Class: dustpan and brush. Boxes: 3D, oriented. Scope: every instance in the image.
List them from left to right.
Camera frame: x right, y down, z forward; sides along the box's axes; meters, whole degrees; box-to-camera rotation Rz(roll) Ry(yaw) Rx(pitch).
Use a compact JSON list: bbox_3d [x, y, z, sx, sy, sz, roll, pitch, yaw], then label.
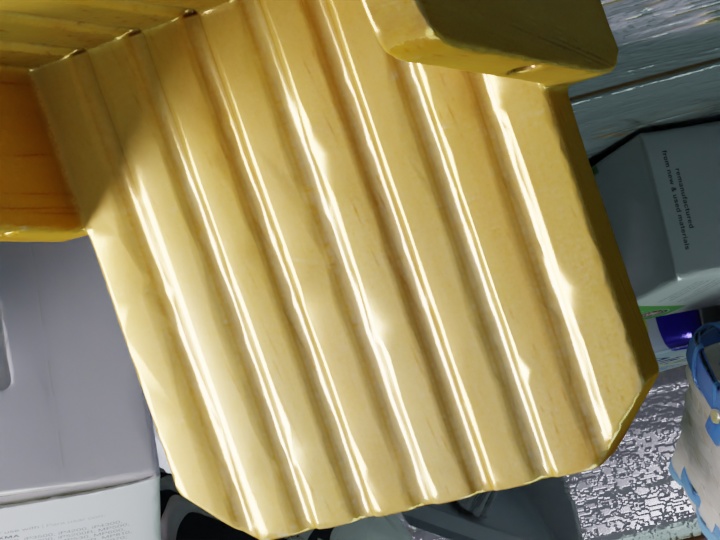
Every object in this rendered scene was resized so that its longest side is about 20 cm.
[{"bbox_3d":[0.047,0.063,1.425,0.139,0.200,0.057,22,116,-40],"label":"dustpan and brush"}]

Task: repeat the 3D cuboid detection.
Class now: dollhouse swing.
[{"bbox_3d":[-0.035,-0.012,0.762,0.199,0.177,0.181,-14,174,28],"label":"dollhouse swing"}]

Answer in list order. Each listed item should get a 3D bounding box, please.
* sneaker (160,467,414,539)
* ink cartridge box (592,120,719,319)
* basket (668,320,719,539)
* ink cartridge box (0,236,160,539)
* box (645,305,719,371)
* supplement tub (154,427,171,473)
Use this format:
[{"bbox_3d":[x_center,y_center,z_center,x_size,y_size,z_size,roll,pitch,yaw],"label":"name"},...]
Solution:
[{"bbox_3d":[-0.042,0.158,1.329,0.198,0.080,0.130,20,-165,-30],"label":"sneaker"},{"bbox_3d":[0.226,-0.035,1.454,0.199,0.085,0.146,-11,172,-18],"label":"ink cartridge box"},{"bbox_3d":[0.267,0.065,1.455,0.175,0.139,0.201,-8,131,-23],"label":"basket"},{"bbox_3d":[-0.136,0.074,1.183,0.082,0.148,0.200,-8,153,-8],"label":"ink cartridge box"},{"bbox_3d":[0.170,0.011,1.669,0.199,0.106,0.183,-18,172,38],"label":"box"},{"bbox_3d":[-0.070,0.063,1.487,0.144,0.146,0.200,-11,174,-10],"label":"supplement tub"}]
